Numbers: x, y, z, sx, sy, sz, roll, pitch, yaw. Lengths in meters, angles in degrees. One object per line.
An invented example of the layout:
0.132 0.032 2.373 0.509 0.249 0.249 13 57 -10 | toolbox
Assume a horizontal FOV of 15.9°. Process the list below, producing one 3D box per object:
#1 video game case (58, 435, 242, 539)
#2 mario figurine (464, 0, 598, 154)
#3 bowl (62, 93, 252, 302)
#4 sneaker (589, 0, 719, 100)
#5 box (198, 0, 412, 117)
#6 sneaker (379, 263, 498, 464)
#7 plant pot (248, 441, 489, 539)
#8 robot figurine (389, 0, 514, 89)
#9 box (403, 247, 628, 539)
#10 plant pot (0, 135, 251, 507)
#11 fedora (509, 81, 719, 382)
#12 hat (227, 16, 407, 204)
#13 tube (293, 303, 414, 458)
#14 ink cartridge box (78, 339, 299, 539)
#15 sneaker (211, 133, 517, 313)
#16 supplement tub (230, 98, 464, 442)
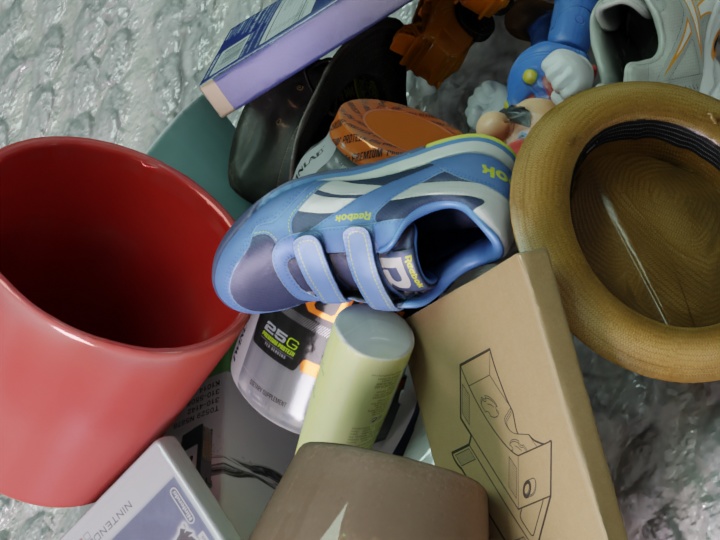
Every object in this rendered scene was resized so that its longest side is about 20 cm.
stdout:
-0.125 0.238 1.638 0.182 0.023 0.200 -45 70 29 | video game case
0.108 -0.118 1.667 0.106 0.124 0.200 -5 49 13 | mario figurine
-0.124 -0.015 1.821 0.201 0.105 0.201 -56 -2 -3 | bowl
0.187 -0.171 1.639 0.076 0.092 0.201 -25 47 34 | sneaker
-0.011 -0.181 1.709 0.200 0.032 0.121 -32 16 20 | box
0.068 0.094 1.602 0.080 0.076 0.201 13 81 44 | sneaker
-0.003 0.194 1.468 0.200 0.200 0.175 3 76 49 | plant pot
0.088 -0.221 1.759 0.145 0.058 0.200 -52 10 43 | robot figurine
0.088 0.103 1.484 0.163 0.021 0.201 -33 68 60 | box
-0.186 0.044 1.662 0.201 0.200 0.178 -106 33 -46 | plant pot
0.173 -0.013 1.520 0.082 0.200 0.201 108 172 -60 | fedora
-0.040 -0.087 1.751 0.081 0.201 0.201 21 78 18 | hat
-0.018 0.109 1.591 0.052 0.058 0.200 -114 32 -43 | tube
-0.115 0.154 1.740 0.146 0.084 0.200 -28 45 33 | ink cartridge box
0.003 -0.015 1.521 0.199 0.074 0.082 -21 39 14 | sneaker
0.000 0.000 1.645 0.123 0.122 0.201 52 129 52 | supplement tub
